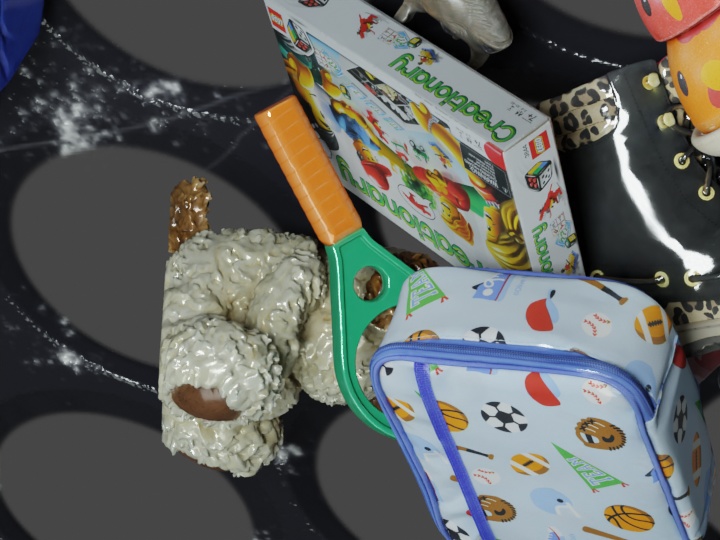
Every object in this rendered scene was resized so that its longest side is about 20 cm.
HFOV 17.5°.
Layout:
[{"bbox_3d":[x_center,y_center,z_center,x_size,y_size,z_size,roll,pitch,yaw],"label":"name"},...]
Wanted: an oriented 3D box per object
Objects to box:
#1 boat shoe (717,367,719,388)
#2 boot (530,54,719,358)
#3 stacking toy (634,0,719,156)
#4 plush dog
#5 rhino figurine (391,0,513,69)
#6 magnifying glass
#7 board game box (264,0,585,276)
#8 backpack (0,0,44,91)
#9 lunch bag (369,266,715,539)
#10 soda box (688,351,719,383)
[{"bbox_3d":[0.298,0.057,1.286,0.200,0.074,0.067,-15,125,31],"label":"boat shoe"},{"bbox_3d":[0.181,-0.040,1.187,0.200,0.073,0.151,-19,89,27],"label":"boot"},{"bbox_3d":[0.158,-0.166,1.095,0.200,0.146,0.146,48,133,-4],"label":"stacking toy"},{"bbox_3d":[-0.028,0.028,1.358,0.171,0.161,0.200,2,162,-3],"label":"plush dog"},{"bbox_3d":[0.036,-0.178,1.151,0.087,0.060,0.200,17,142,32],"label":"rhino figurine"},{"bbox_3d":[0.000,0.000,1.255,0.200,0.080,0.022,63,165,-10],"label":"magnifying glass"},{"bbox_3d":[0.033,-0.065,1.206,0.200,0.035,0.126,37,155,42],"label":"board game box"},{"bbox_3d":[-0.277,-0.171,1.202,0.200,0.168,0.163,20,131,6],"label":"backpack"},{"bbox_3d":[0.092,0.083,1.187,0.160,0.076,0.200,3,141,22],"label":"lunch bag"},{"bbox_3d":[0.154,0.044,1.329,0.063,0.070,0.200,32,135,-8],"label":"soda box"}]
